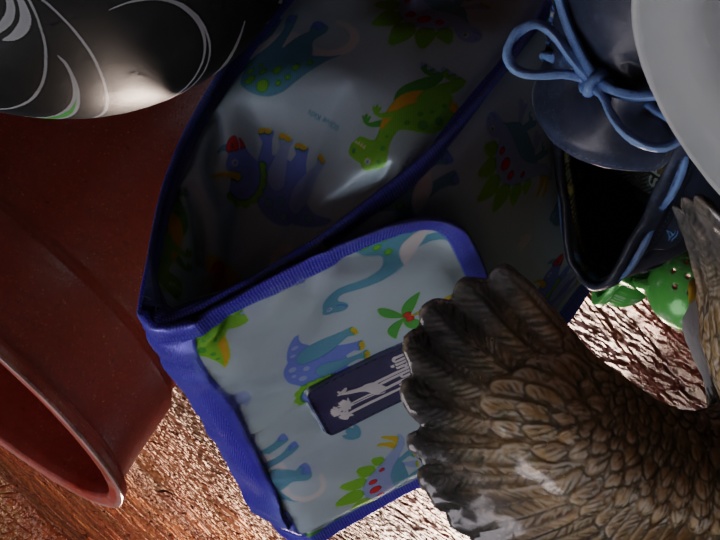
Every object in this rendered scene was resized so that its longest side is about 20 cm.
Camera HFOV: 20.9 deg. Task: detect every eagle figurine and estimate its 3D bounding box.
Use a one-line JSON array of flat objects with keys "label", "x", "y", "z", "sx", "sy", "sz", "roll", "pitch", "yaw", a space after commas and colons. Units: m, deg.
[{"label": "eagle figurine", "x": 0.129, "y": 0.060, "z": 0.676, "sx": 0.200, "sy": 0.152, "sz": 0.151, "roll": 17, "pitch": -165, "yaw": -45}]

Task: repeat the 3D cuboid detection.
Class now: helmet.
[{"label": "helmet", "x": -0.111, "y": -0.145, "z": 0.670, "sx": 0.200, "sy": 0.200, "sz": 0.191, "roll": 37, "pitch": 170, "yaw": 6}]

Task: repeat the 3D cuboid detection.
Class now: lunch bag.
[{"label": "lunch bag", "x": 0.007, "y": -0.010, "z": 0.740, "sx": 0.127, "sy": 0.200, "sz": 0.170, "roll": 28, "pitch": 158, "yaw": 32}]

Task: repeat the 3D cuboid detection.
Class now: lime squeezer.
[{"label": "lime squeezer", "x": 0.132, "y": 0.006, "z": 0.824, "sx": 0.070, "sy": 0.038, "sz": 0.200, "roll": 13, "pitch": -178, "yaw": -41}]

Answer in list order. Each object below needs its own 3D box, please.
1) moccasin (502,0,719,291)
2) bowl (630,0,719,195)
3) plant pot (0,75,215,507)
[{"label": "moccasin", "x": 0.096, "y": -0.057, "z": 0.656, "sx": 0.080, "sy": 0.068, "sz": 0.200, "roll": 33, "pitch": 157, "yaw": 33}, {"label": "bowl", "x": 0.174, "y": -0.053, "z": 0.489, "sx": 0.201, "sy": 0.090, "sz": 0.201, "roll": 34, "pitch": 162, "yaw": 13}, {"label": "plant pot", "x": -0.123, "y": -0.033, "z": 0.868, "sx": 0.200, "sy": 0.195, "sz": 0.201, "roll": 35, "pitch": 162, "yaw": 13}]
